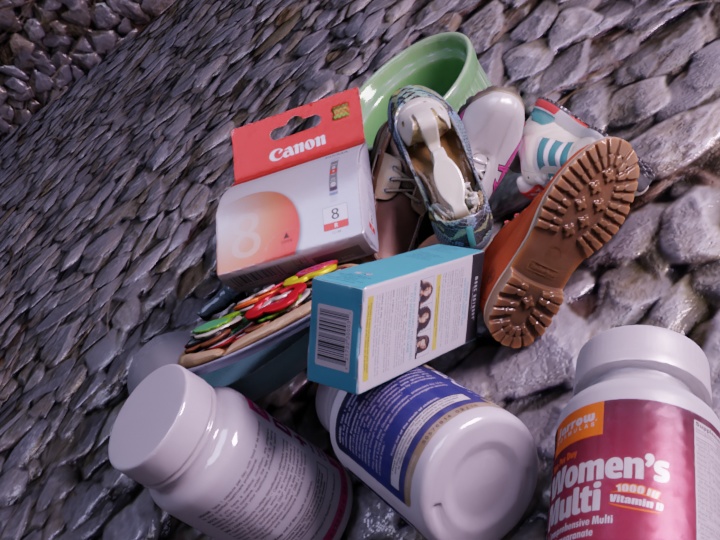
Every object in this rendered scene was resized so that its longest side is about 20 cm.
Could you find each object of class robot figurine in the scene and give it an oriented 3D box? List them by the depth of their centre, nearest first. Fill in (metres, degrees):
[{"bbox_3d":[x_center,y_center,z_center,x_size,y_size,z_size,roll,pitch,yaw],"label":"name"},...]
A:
[{"bbox_3d":[-0.195,0.142,1.013,0.200,0.112,0.171,36,108,60],"label":"robot figurine"}]

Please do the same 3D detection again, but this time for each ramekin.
[{"bbox_3d":[0.076,-0.185,1.107,0.199,0.098,0.201,-30,32,22],"label":"ramekin"}]

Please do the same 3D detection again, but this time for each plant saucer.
[{"bbox_3d":[-0.090,0.077,0.890,0.199,0.036,0.200,-31,13,8],"label":"plant saucer"}]

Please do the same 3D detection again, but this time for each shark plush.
[{"bbox_3d":[-0.117,-0.021,1.066,0.083,0.091,0.201,33,90,22],"label":"shark plush"}]

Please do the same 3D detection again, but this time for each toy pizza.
[{"bbox_3d":[-0.082,0.035,0.823,0.199,0.032,0.200,-26,8,4],"label":"toy pizza"}]

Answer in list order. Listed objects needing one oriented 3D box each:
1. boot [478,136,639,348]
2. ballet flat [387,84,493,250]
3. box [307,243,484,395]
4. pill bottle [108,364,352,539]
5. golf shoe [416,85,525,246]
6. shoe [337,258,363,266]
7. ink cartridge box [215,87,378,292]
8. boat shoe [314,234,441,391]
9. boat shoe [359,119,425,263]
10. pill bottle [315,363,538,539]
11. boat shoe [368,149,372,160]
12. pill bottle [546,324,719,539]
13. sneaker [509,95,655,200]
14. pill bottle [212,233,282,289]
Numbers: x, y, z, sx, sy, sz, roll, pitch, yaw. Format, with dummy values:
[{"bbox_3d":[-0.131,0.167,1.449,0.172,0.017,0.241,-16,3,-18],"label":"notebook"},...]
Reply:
[{"bbox_3d":[0.164,-0.040,0.814,0.201,0.075,0.107,-56,19,15],"label":"boot"},{"bbox_3d":[0.074,-0.111,0.858,0.074,0.074,0.201,-32,63,18],"label":"ballet flat"},{"bbox_3d":[0.035,0.033,0.742,0.049,0.083,0.199,11,14,31],"label":"box"},{"bbox_3d":[-0.108,0.171,0.777,0.113,0.200,0.114,-30,38,26],"label":"pill bottle"},{"bbox_3d":[0.113,-0.094,0.926,0.093,0.072,0.201,-85,15,-45],"label":"golf shoe"},{"bbox_3d":[0.000,0.000,0.974,0.053,0.071,0.200,-9,13,-4],"label":"shoe"},{"bbox_3d":[-0.069,-0.093,0.919,0.161,0.050,0.202,-15,64,18],"label":"ink cartridge box"},{"bbox_3d":[0.041,0.057,0.881,0.200,0.070,0.070,-46,53,-3],"label":"boat shoe"},{"bbox_3d":[0.037,-0.089,0.924,0.072,0.075,0.202,128,153,-57],"label":"boat shoe"},{"bbox_3d":[0.042,0.134,0.738,0.111,0.111,0.200,-49,31,-10],"label":"pill bottle"},{"bbox_3d":[-0.034,-0.056,0.989,0.199,0.068,0.072,-28,66,-15],"label":"boat shoe"},{"bbox_3d":[0.175,0.140,0.572,0.109,0.110,0.201,-20,38,35],"label":"pill bottle"},{"bbox_3d":[0.207,-0.097,0.889,0.094,0.070,0.200,-56,29,14],"label":"sneaker"},{"bbox_3d":[-0.087,-0.077,1.155,0.201,0.113,0.112,-52,31,-15],"label":"pill bottle"}]
